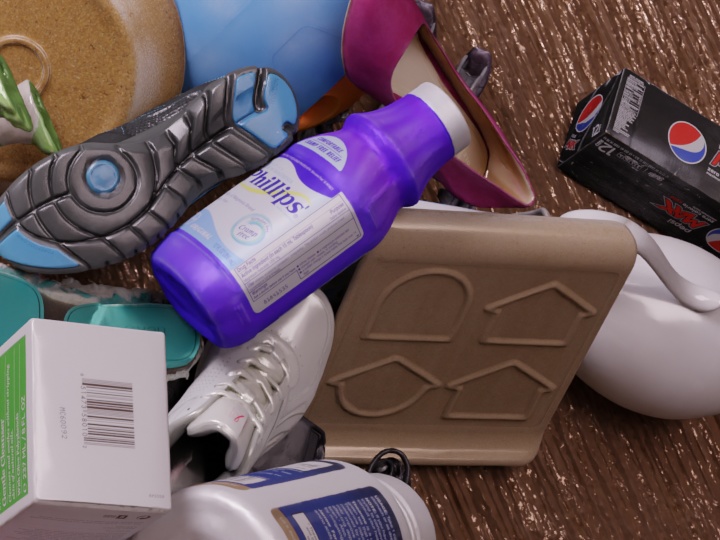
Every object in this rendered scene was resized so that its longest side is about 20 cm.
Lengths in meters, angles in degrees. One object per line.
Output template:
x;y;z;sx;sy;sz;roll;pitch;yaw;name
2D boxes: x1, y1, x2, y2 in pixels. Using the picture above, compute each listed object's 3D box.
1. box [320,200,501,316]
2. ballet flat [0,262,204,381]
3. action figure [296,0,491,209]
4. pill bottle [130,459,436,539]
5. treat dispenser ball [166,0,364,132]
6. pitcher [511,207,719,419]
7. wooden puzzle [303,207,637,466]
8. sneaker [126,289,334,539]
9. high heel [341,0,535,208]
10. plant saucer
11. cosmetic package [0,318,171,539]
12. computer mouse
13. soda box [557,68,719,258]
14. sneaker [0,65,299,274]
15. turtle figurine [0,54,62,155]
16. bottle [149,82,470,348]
0.000;0.000;1.604;0.199;0.122;0.048;9;52;-28;box
-0.190;0.037;1.461;0.199;0.072;0.072;11;64;-28;ballet flat
0.025;-0.087;1.688;0.130;0.069;0.200;28;51;-3;action figure
-0.038;0.169;1.436;0.200;0.111;0.111;-4;69;-60;pill bottle
-0.068;-0.185;1.598;0.200;0.201;0.202;12;63;-26;treat dispenser ball
0.187;0.020;1.678;0.200;0.171;0.122;23;69;-20;pitcher
0.060;0.039;1.589;0.185;0.200;0.046;2;40;-24;wooden puzzle
-0.074;0.088;1.483;0.078;0.099;0.200;38;73;-8;sneaker
0.051;-0.108;1.545;0.096;0.200;0.067;23;61;28;high heel
-0.207;-0.126;1.503;0.200;0.200;0.035;35;18;-13;plant saucer
-0.182;0.110;1.400;0.085;0.200;0.108;7;66;-28;cosmetic package
-0.079;0.138;1.553;0.200;0.046;0.141;29;76;-12;computer mouse
0.246;-0.063;1.811;0.200;0.071;0.063;31;58;-16;soda box
-0.130;-0.053;1.472;0.200;0.082;0.073;-26;96;-20;sneaker
-0.268;-0.033;1.438;0.200;0.193;0.144;-109;172;-49;turtle figurine
-0.025;-0.037;1.462;0.200;0.083;0.065;-36;128;-15;bottle
